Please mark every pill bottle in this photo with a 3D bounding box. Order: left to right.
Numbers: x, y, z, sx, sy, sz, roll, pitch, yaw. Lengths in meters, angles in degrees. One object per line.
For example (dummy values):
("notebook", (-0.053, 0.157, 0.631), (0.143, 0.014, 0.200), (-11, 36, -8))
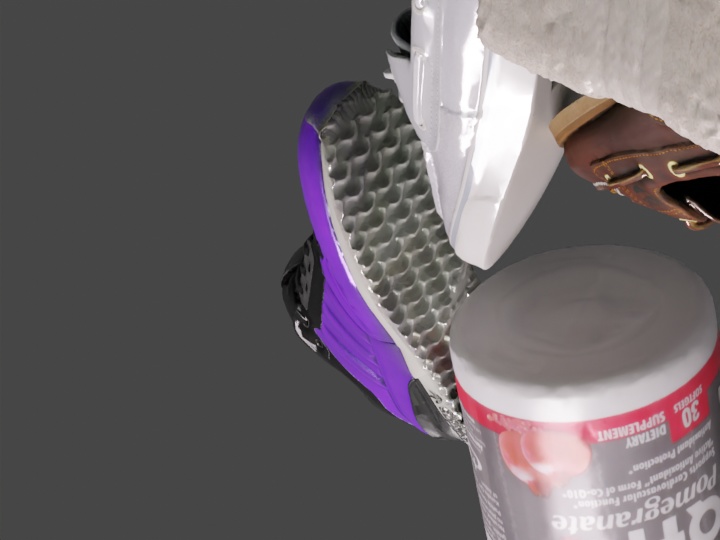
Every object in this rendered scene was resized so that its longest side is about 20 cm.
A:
("pill bottle", (0.106, 0.099, 1.032), (0.111, 0.111, 0.200), (4, 125, 25))

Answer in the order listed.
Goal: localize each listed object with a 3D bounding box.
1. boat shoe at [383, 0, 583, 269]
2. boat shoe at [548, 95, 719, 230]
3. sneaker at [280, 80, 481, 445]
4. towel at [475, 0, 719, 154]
("boat shoe", (0.043, -0.080, 0.908), (0.068, 0.072, 0.200), (28, 151, 18))
("boat shoe", (0.115, -0.047, 0.843), (0.070, 0.070, 0.200), (63, 174, 4))
("sneaker", (0.000, 0.001, 1.040), (0.099, 0.070, 0.200), (13, 142, 38))
("towel", (0.091, -0.140, 0.712), (0.132, 0.034, 0.200), (29, 125, 42))
